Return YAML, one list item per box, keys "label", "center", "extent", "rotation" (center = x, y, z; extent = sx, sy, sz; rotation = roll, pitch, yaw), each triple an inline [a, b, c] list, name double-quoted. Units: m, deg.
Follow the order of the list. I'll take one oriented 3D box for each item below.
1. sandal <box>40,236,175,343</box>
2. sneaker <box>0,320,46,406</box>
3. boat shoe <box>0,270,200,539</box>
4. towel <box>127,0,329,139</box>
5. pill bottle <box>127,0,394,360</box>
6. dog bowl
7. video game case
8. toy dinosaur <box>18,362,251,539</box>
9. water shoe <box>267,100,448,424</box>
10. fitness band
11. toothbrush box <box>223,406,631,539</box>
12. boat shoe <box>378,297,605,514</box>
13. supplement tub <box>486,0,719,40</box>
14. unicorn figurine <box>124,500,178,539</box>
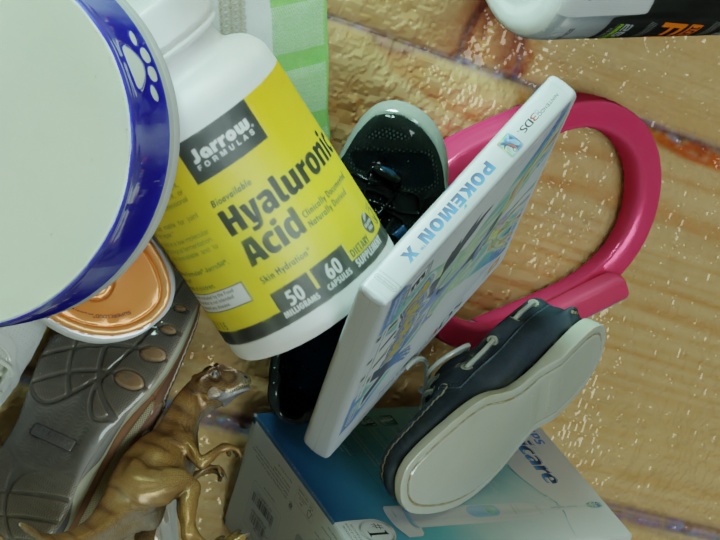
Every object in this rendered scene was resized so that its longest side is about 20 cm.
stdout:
- label: "sandal"
  center: [-0.182, -0.039, 1.545]
  extent: [0.079, 0.059, 0.207]
  rotation: [-45, 105, -9]
- label: "sneaker"
  center: [-0.226, 0.078, 1.582]
  extent: [0.070, 0.080, 0.201]
  rotation: [36, 84, -32]
- label: "boat shoe"
  center: [-0.156, 0.088, 1.640]
  extent: [0.201, 0.075, 0.072]
  rotation: [-55, 156, -15]
- label: "towel"
  center: [-0.107, -0.106, 1.631]
  extent: [0.199, 0.031, 0.150]
  rotation: [-12, 114, -30]
- label: "pill bottle"
  center: [-0.075, -0.060, 1.564]
  extent: [0.111, 0.111, 0.201]
  rotation: [-38, 105, -16]
- label: "dog bowl"
  center: [-0.199, -0.070, 1.481]
  extent: [0.199, 0.079, 0.202]
  rotation: [1, 95, 13]
- label: "video game case"
  center: [0.043, 0.001, 1.613]
  extent: [0.182, 0.022, 0.200]
  rotation: [-48, 169, -28]
- label: "toy dinosaur"
  center: [-0.125, 0.131, 1.600]
  extent: [0.107, 0.060, 0.200]
  rotation: [57, 44, -15]
- label: "water shoe"
  center: [0.000, 0.000, 1.671]
  extent: [0.071, 0.079, 0.201]
  rotation: [19, 106, 4]
- label: "fitness band"
  center: [0.106, -0.031, 1.777]
  extent: [0.199, 0.037, 0.145]
  rotation: [-24, 113, -24]
- label: "toothbrush box"
  center: [0.040, 0.156, 1.719]
  extent: [0.199, 0.146, 0.086]
  rotation: [-2, 123, -31]
- label: "boat shoe"
  center: [0.070, 0.075, 1.694]
  extent: [0.200, 0.062, 0.075]
  rotation: [-39, 145, -37]
- label: "supplement tub"
  center: [0.177, -0.202, 1.712]
  extent: [0.199, 0.122, 0.123]
  rotation: [-4, 107, -29]
- label: "unicorn figurine"
  center: [-0.139, 0.193, 1.673]
  extent: [0.200, 0.074, 0.138]
  rotation: [-36, 125, -20]
